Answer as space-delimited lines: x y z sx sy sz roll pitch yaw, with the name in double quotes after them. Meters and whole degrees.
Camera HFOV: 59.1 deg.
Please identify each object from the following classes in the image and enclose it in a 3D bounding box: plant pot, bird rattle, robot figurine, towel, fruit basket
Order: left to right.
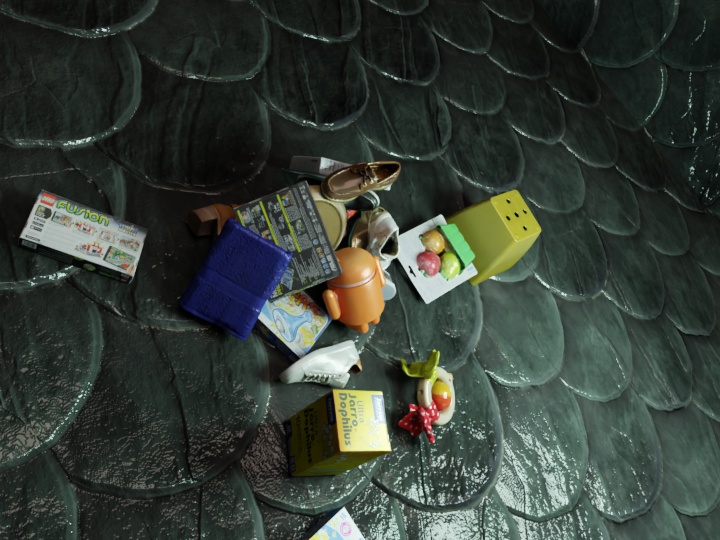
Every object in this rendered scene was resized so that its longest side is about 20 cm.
-0.238 0.017 1.219 0.147 0.201 0.050 30 10 -12 "towel"
-0.112 -0.086 1.369 0.198 0.202 0.027 1 28 -36 "plant pot"
-0.012 0.035 1.372 0.142 0.202 0.117 -14 31 -2 "robot figurine"
0.187 -0.031 1.635 0.199 0.094 0.186 -29 82 -27 "fruit basket"
0.164 0.281 1.410 0.162 0.112 0.202 21 54 -45 "bird rattle"
0.366 -0.108 1.734 0.199 0.176 0.201 -21 76 -41 "plant pot"

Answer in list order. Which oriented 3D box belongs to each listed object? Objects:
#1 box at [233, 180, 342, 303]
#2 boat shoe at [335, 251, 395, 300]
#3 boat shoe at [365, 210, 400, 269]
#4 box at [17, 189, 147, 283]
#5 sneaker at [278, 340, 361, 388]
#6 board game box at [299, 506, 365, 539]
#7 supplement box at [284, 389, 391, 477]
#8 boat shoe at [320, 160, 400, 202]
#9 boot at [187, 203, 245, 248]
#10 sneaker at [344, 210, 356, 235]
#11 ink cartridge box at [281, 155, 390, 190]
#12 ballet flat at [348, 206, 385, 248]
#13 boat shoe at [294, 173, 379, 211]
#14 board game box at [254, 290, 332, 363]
-0.145 -0.057 1.270 0.159 0.044 0.202 -22 87 -5 "box"
0.002 -0.002 1.471 0.198 0.074 0.068 25 34 -29 "boat shoe"
0.057 -0.050 1.466 0.071 0.201 0.069 -35 64 -17 "boat shoe"
-0.505 -0.061 1.168 0.198 0.035 0.111 22 52 -24 "box"
-0.071 0.206 1.295 0.199 0.073 0.085 -14 70 -42 "sneaker"
-0.051 0.561 1.108 0.195 0.056 0.201 -30 83 -43 "board game box"
-0.048 0.303 1.168 0.109 0.200 0.110 9 58 -32 "supplement box"
0.003 -0.201 1.367 0.199 0.067 0.073 -20 83 -35 "boat shoe"
-0.251 -0.060 1.326 0.154 0.077 0.200 -16 58 -46 "boot"
-0.045 -0.125 1.494 0.200 0.068 0.108 -17 57 -29 "sneaker"
-0.058 -0.233 1.496 0.195 0.199 0.044 8 98 -33 "ink cartridge box"
0.025 -0.104 1.525 0.071 0.069 0.200 4 29 11 "ballet flat"
-0.059 -0.161 1.427 0.197 0.075 0.066 18 49 4 "boat shoe"
-0.167 0.079 1.329 0.200 0.034 0.136 44 47 -6 "board game box"
